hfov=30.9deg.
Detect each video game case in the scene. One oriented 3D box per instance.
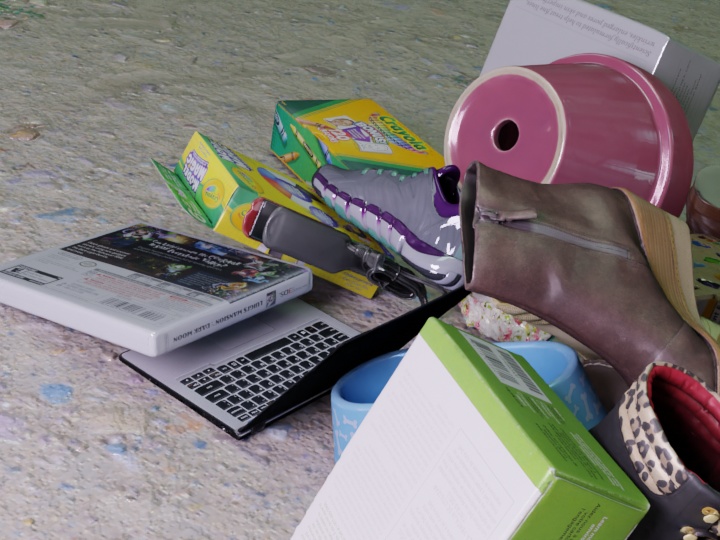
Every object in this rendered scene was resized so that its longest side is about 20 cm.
[{"bbox_3d":[-0.168,0.009,1.022,0.198,0.024,0.181,15,23,34],"label":"video game case"}]

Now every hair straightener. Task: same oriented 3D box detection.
[{"bbox_3d":[0.000,0.000,1.051,0.199,0.041,0.077,29,-1,-33],"label":"hair straightener"}]

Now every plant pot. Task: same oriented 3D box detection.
[{"bbox_3d":[0.175,-0.104,1.177,0.199,0.202,0.178,32,17,37],"label":"plant pot"}]

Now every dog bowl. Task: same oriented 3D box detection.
[{"bbox_3d":[0.065,0.090,0.867,0.198,0.050,0.111,-4,20,34],"label":"dog bowl"}]

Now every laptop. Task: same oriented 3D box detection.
[{"bbox_3d":[-0.040,0.034,0.959,0.199,0.117,0.186,27,30,30],"label":"laptop"}]

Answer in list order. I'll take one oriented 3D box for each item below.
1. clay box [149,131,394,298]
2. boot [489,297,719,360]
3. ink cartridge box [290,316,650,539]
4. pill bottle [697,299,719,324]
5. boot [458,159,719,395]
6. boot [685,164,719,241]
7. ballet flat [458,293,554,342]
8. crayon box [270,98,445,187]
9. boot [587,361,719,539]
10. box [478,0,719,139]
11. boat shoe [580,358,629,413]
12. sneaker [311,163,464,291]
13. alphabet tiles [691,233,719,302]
[{"bbox_3d":[-0.076,-0.052,1.108,0.199,0.048,0.115,25,15,-36],"label":"clay box"},{"bbox_3d":[0.161,0.026,0.970,0.154,0.074,0.200,25,1,-16],"label":"boot"},{"bbox_3d":[0.039,0.152,0.706,0.075,0.201,0.148,23,17,-33],"label":"ink cartridge box"},{"bbox_3d":[0.321,0.057,1.059,0.198,0.114,0.112,26,30,27],"label":"pill bottle"},{"bbox_3d":[0.138,0.031,0.810,0.164,0.073,0.202,12,55,-18],"label":"boot"},{"bbox_3d":[0.357,-0.001,1.142,0.186,0.200,0.064,35,74,18],"label":"boot"},{"bbox_3d":[0.105,0.001,1.129,0.075,0.064,0.200,-32,32,-5],"label":"ballet flat"},{"bbox_3d":[0.002,-0.112,1.331,0.117,0.059,0.200,-5,30,-29],"label":"crayon box"},{"bbox_3d":[0.170,0.160,0.696,0.073,0.151,0.201,-12,60,-36],"label":"boot"},{"bbox_3d":[0.229,-0.164,1.338,0.198,0.202,0.130,33,16,37],"label":"box"},{"bbox_3d":[0.215,0.111,0.865,0.072,0.060,0.199,-36,50,-23],"label":"boat shoe"},{"bbox_3d":[0.042,-0.059,1.090,0.199,0.088,0.074,37,6,40],"label":"sneaker"},{"bbox_3d":[0.258,-0.005,0.991,0.166,0.006,0.199,31,22,37],"label":"alphabet tiles"}]
